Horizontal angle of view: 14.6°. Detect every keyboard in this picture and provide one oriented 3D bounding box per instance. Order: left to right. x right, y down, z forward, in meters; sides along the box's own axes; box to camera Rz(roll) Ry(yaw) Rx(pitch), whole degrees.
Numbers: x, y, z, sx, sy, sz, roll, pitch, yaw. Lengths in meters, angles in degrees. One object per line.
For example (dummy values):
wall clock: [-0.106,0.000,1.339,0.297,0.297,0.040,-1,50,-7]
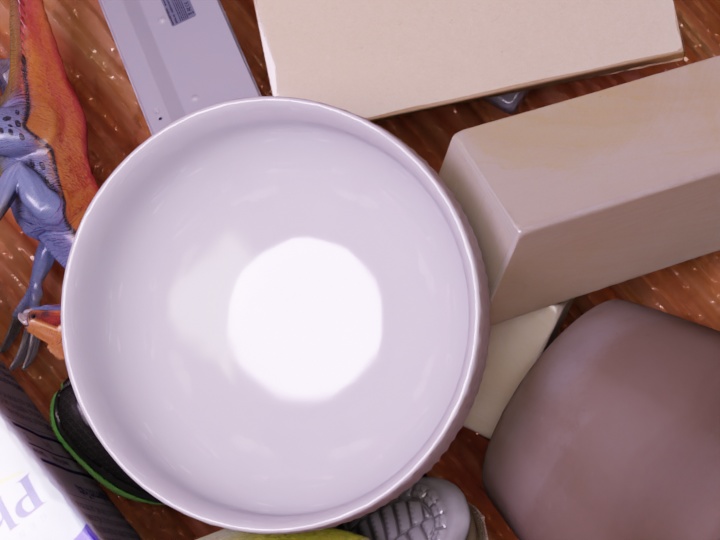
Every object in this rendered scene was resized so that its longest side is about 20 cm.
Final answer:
keyboard: [-0.097,-0.126,1.399,0.056,0.011,0.200,-22,50,-3]

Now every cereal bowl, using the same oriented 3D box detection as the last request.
cereal bowl: [-0.033,0.022,1.303,0.200,0.083,0.201,-1,85,14]

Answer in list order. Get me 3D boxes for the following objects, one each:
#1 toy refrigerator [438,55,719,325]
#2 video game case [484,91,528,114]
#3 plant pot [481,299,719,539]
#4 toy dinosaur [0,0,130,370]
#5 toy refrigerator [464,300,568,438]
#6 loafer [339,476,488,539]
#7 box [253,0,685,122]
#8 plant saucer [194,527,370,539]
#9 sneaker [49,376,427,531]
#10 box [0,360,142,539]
toy refrigerator: [0.132,-0.046,1.343,0.200,0.076,0.070,-17,59,-26]
video game case: [0.041,-0.207,1.443,0.200,0.022,0.182,31,87,8]
plant pot: [0.158,0.109,1.331,0.173,0.200,0.200,35,87,24]
toy dinosaur: [-0.159,-0.045,1.373,0.181,0.105,0.200,38,104,27]
toy refrigerator: [0.000,0.000,1.389,0.200,0.070,0.076,26,106,7]
loafer: [0.011,0.179,1.355,0.070,0.075,0.200,14,126,-28]
box: [0.042,-0.160,1.354,0.200,0.021,0.164,-12,86,7]
plant saucer: [-0.115,0.192,1.295,0.048,0.200,0.200,50,129,21]
sneaker: [-0.053,0.084,1.380,0.200,0.084,0.077,17,58,1]
box: [-0.204,0.097,1.347,0.105,0.184,0.200,-40,82,-2]
